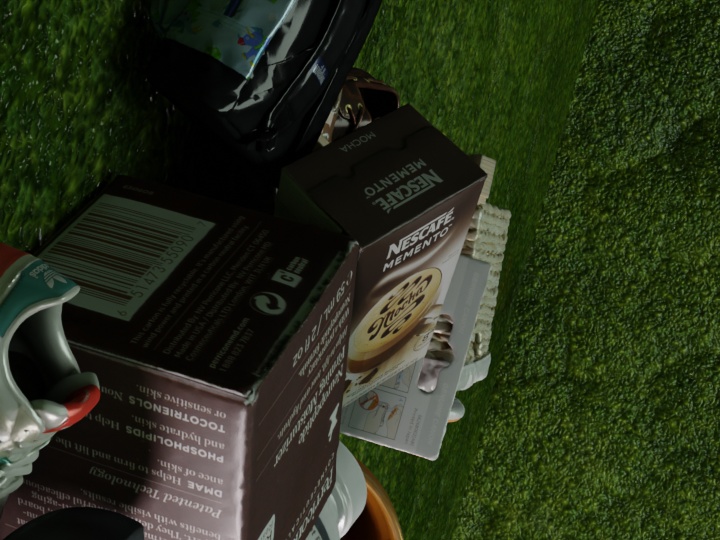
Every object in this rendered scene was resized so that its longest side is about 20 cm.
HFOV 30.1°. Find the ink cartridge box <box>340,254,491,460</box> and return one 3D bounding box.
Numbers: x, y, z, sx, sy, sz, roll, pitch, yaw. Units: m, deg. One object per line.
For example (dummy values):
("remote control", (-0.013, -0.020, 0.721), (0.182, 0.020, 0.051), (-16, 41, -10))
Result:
("ink cartridge box", (-0.016, 0.042, 1.041), (0.050, 0.199, 0.163), (97, 10, -85))

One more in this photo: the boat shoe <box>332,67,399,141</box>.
("boat shoe", (-0.022, -0.132, 1.110), (0.200, 0.070, 0.071), (-44, 148, -62))

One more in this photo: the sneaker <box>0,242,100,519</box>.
("sneaker", (-0.179, 0.078, 0.657), (0.070, 0.093, 0.200), (-47, 149, -62))

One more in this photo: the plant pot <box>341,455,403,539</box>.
("plant pot", (-0.066, 0.225, 1.106), (0.183, 0.199, 0.201), (-123, -133, -87))

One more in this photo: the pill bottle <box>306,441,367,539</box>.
("pill bottle", (-0.084, 0.194, 0.910), (0.200, 0.119, 0.120), (-42, 146, -48))

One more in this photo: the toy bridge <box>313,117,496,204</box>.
("toy bridge", (0.016, -0.079, 0.980), (0.200, 0.027, 0.067), (18, 82, -38))

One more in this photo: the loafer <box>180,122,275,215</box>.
("loafer", (-0.088, -0.047, 0.931), (0.073, 0.072, 0.201), (16, 88, -75))

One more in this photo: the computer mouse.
("computer mouse", (-0.196, 0.186, 0.698), (0.200, 0.053, 0.138), (-44, 176, 13))

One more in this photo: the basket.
("basket", (0.020, 0.005, 1.152), (0.198, 0.199, 0.161), (4, 99, -76))

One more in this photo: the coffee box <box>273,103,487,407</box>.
("coffee box", (0.000, 0.000, 0.900), (0.113, 0.080, 0.200), (-30, 153, -30))

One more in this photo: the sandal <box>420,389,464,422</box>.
("sandal", (-0.019, 0.112, 1.089), (0.079, 0.206, 0.059), (-5, 106, -69))

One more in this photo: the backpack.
("backpack", (-0.050, -0.177, 0.842), (0.200, 0.154, 0.163), (-53, 160, -1))

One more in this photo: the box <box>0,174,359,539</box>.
("box", (-0.109, 0.080, 0.789), (0.166, 0.164, 0.201), (-57, 158, -52))

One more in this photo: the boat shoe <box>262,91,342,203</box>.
("boat shoe", (-0.052, -0.079, 0.989), (0.072, 0.076, 0.201), (7, 101, -39))
